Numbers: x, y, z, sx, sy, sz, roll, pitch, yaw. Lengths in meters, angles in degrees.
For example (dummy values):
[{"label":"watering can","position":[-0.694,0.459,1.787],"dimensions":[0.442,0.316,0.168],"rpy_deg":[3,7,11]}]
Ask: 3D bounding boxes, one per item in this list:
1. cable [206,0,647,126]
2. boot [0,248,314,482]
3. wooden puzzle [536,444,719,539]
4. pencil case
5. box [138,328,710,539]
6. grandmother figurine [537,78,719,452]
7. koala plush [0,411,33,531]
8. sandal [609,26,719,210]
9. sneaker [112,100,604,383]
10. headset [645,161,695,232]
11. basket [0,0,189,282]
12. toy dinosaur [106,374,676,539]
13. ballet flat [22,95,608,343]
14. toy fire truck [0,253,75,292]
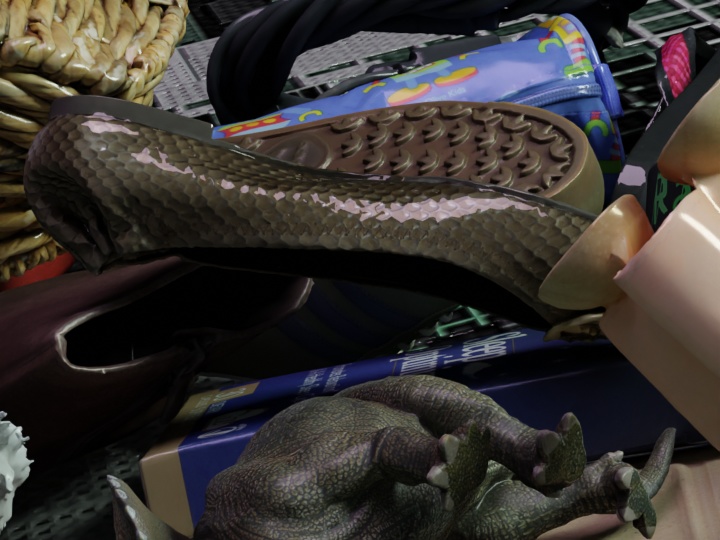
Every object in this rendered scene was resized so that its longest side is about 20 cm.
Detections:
[{"label":"cable","position":[0.032,-0.090,1.043],"dimensions":[0.200,0.051,0.163],"rpy_deg":[-7,-15,-28]},{"label":"boot","position":[-0.129,0.039,0.771],"dimensions":[0.200,0.072,0.166],"rpy_deg":[-21,-4,-34]},{"label":"wooden puzzle","position":[0.015,0.104,0.652],"dimensions":[0.185,0.037,0.200],"rpy_deg":[-10,15,5]},{"label":"pencil case","position":[0.008,-0.037,0.963],"dimensions":[0.200,0.078,0.087],"rpy_deg":[-19,-1,-17]},{"label":"box","position":[0.039,0.041,0.764],"dimensions":[0.199,0.032,0.121],"rpy_deg":[-10,5,4]},{"label":"grandmother figurine","position":[0.131,0.052,0.550],"dimensions":[0.121,0.200,0.061],"rpy_deg":[-51,-13,18]},{"label":"koala plush","position":[-0.174,0.085,0.606],"dimensions":[0.177,0.184,0.200],"rpy_deg":[-5,16,18]},{"label":"sandal","position":[0.122,-0.057,0.956],"dimensions":[0.045,0.075,0.200],"rpy_deg":[16,33,23]},{"label":"sneaker","position":[0.000,0.000,0.849],"dimensions":[0.200,0.090,0.067],"rpy_deg":[-4,41,30]},{"label":"headset","position":[0.173,-0.019,0.739],"dimensions":[0.200,0.094,0.123],"rpy_deg":[15,-14,-38]},{"label":"basket","position":[-0.149,-0.066,0.877],"dimensions":[0.142,0.149,0.200],"rpy_deg":[18,27,-21]},{"label":"toy dinosaur","position":[0.007,0.053,0.627],"dimensions":[0.102,0.077,0.200],"rpy_deg":[11,29,39]},{"label":"ballet flat","position":[0.000,-0.005,0.713],"dimensions":[0.200,0.046,0.067],"rpy_deg":[14,-17,1]},{"label":"toy fire truck","position":[-0.182,-0.014,0.976],"dimensions":[0.168,0.112,0.200],"rpy_deg":[6,26,23]}]
